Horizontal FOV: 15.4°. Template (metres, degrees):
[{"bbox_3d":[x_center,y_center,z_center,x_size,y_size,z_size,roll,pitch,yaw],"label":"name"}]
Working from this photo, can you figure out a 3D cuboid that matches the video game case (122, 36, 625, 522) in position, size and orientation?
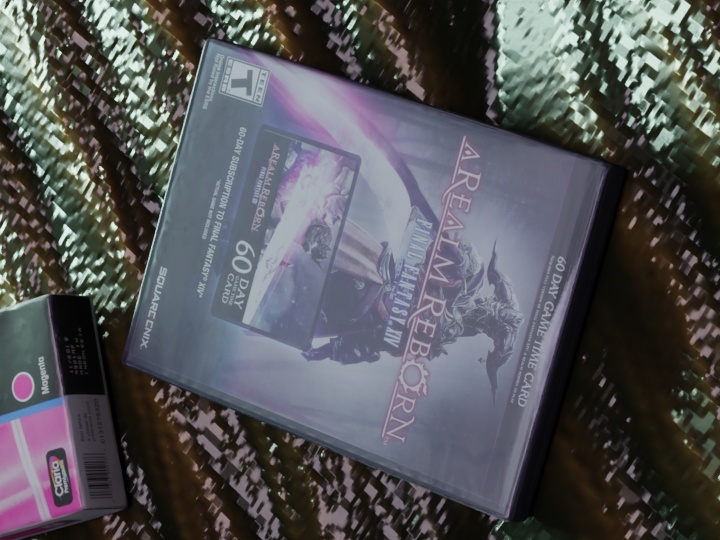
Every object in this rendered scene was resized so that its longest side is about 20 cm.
[{"bbox_3d":[0.000,0.000,1.064,0.200,0.019,0.143,20,98,34],"label":"video game case"}]

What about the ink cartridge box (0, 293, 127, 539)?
[{"bbox_3d":[-0.194,0.081,1.180,0.200,0.037,0.095,-19,77,34],"label":"ink cartridge box"}]
